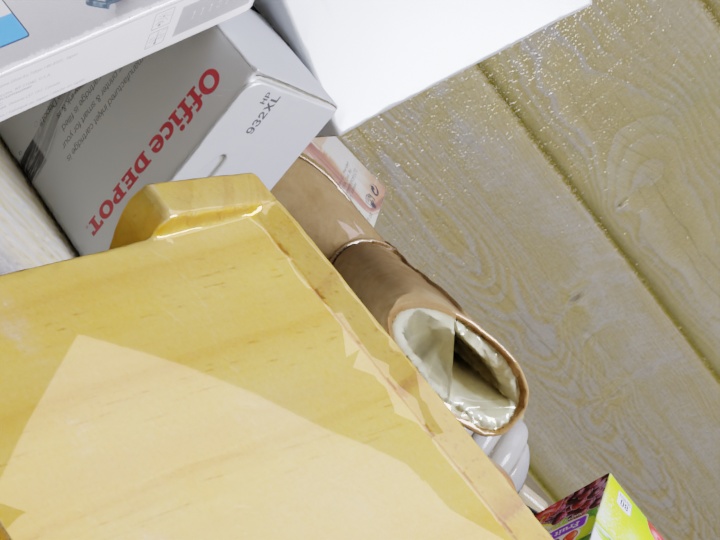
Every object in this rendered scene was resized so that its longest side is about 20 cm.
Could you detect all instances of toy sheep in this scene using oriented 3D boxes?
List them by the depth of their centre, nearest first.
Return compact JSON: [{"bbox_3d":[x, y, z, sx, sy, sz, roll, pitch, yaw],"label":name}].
[{"bbox_3d":[0.080,0.140,1.059,0.199,0.138,0.138,34,2,3],"label":"toy sheep"}]

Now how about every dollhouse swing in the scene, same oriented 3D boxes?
[{"bbox_3d":[-0.057,0.094,0.432,0.200,0.175,0.182,50,-39,16],"label":"dollhouse swing"}]

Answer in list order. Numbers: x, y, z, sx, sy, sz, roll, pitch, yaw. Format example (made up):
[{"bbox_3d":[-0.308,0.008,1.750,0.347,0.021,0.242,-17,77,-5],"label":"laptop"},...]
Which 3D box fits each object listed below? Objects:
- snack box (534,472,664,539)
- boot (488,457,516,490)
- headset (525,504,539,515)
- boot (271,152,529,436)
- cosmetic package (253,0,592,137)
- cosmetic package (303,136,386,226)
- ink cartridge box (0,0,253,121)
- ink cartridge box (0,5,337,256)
[{"bbox_3d":[0.121,0.214,0.544,0.169,0.068,0.200,49,31,-6],"label":"snack box"},{"bbox_3d":[0.078,0.195,0.640,0.200,0.073,0.155,59,7,-43],"label":"boot"},{"bbox_3d":[0.105,0.199,0.822,0.123,0.094,0.201,30,-31,19],"label":"headset"},{"bbox_3d":[0.000,0.000,0.722,0.175,0.066,0.200,35,5,-21],"label":"boot"},{"bbox_3d":[0.005,-0.212,0.765,0.123,0.199,0.200,10,-54,64],"label":"cosmetic package"},{"bbox_3d":[-0.089,-0.077,0.851,0.200,0.103,0.087,46,38,-22],"label":"cosmetic package"},{"bbox_3d":[-0.169,-0.164,0.577,0.176,0.200,0.045,50,-36,9],"label":"ink cartridge box"},{"bbox_3d":[-0.130,-0.111,0.705,0.200,0.145,0.084,51,21,26],"label":"ink cartridge box"}]
